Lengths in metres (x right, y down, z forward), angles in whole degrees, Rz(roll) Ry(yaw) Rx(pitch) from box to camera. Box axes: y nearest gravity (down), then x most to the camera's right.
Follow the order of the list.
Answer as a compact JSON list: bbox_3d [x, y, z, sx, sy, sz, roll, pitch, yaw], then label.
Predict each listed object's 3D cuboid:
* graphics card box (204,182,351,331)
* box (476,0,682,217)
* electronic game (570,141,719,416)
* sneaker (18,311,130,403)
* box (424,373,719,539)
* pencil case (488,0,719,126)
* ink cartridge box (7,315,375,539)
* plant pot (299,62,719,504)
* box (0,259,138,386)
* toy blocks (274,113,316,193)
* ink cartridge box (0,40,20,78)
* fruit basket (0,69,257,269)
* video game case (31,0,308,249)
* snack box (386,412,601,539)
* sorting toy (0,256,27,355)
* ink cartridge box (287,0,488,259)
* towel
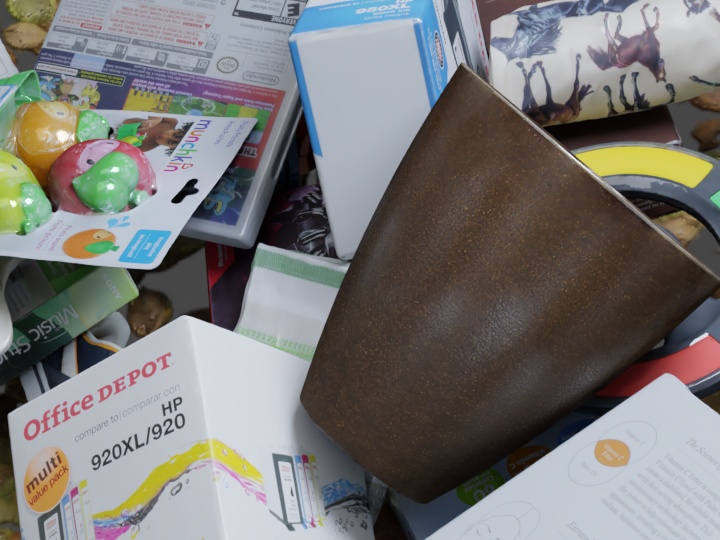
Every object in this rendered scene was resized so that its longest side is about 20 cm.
[{"bbox_3d":[0.000,0.000,1.484,0.199,0.051,0.126,-11,52,5],"label":"graphics card box"},{"bbox_3d":[0.140,-0.122,1.525,0.100,0.075,0.200,-15,50,2],"label":"box"},{"bbox_3d":[0.156,0.002,1.369,0.199,0.042,0.201,-5,51,6],"label":"electronic game"},{"bbox_3d":[-0.155,0.101,1.431,0.079,0.079,0.200,-27,51,1],"label":"sneaker"},{"bbox_3d":[0.133,0.172,1.177,0.200,0.107,0.152,-33,31,-10],"label":"box"},{"bbox_3d":[0.171,-0.133,1.427,0.199,0.090,0.078,-11,44,8],"label":"pencil case"},{"bbox_3d":[-0.089,0.155,1.284,0.147,0.144,0.201,-27,58,28],"label":"ink cartridge box"},{"bbox_3d":[0.064,0.022,1.267,0.200,0.187,0.187,-50,55,6],"label":"plant pot"},{"bbox_3d":[-0.247,0.035,1.487,0.200,0.036,0.144,-35,27,-5],"label":"box"},{"bbox_3d":[-0.071,-0.102,1.553,0.199,0.100,0.137,-5,61,-5],"label":"toy blocks"},{"bbox_3d":[-0.296,-0.075,1.622,0.160,0.047,0.200,-27,49,-6],"label":"ink cartridge box"},{"bbox_3d":[-0.185,-0.062,1.411,0.199,0.094,0.185,0,31,20],"label":"fruit basket"},{"bbox_3d":[-0.128,-0.116,1.508,0.199,0.023,0.183,12,73,25],"label":"video game case"},{"bbox_3d":[0.112,0.137,1.343,0.168,0.068,0.200,-26,53,-6],"label":"snack box"},{"bbox_3d":[-0.296,0.026,1.434,0.179,0.107,0.200,-8,29,4],"label":"sorting toy"},{"bbox_3d":[0.025,-0.117,1.424,0.084,0.145,0.200,-7,24,13],"label":"ink cartridge box"},{"bbox_3d":[-0.036,0.087,1.375,0.149,0.031,0.201,10,79,42],"label":"towel"}]
